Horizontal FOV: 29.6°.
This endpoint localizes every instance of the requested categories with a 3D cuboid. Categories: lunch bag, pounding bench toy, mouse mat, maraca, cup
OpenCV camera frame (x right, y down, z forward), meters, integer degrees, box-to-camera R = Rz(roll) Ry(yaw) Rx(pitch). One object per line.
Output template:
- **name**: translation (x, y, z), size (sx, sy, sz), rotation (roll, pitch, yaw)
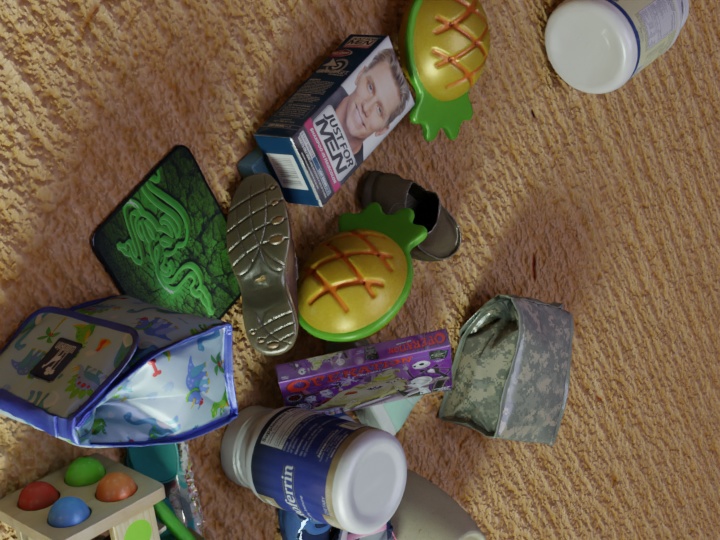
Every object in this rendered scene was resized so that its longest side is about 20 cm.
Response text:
- **lunch bag**: translation (0.213, 0.131, 1.897), size (0.164, 0.117, 0.201), rotation (14, 92, -50)
- **pounding bench toy**: translation (-0.239, 0.260, 1.357), size (0.200, 0.124, 0.157), rotation (-25, 116, -40)
- **mouse mat**: translation (-0.195, -0.013, 1.458), size (0.161, 0.008, 0.200), rotation (-52, 132, -30)
- **maraca**: translation (0.000, 0.000, 1.587), size (0.107, 0.137, 0.200), rotation (74, 36, -50)
- **lunch bag**: translation (-0.244, 0.102, 1.293), size (0.200, 0.170, 0.128), rotation (-22, 114, -44)
- **maraca**: translation (0.102, -0.261, 1.685), size (0.137, 0.107, 0.201), rotation (-8, 104, -42)
- **cup**: translation (0.081, 0.368, 1.767), size (0.200, 0.143, 0.201), rotation (-13, 107, -49)

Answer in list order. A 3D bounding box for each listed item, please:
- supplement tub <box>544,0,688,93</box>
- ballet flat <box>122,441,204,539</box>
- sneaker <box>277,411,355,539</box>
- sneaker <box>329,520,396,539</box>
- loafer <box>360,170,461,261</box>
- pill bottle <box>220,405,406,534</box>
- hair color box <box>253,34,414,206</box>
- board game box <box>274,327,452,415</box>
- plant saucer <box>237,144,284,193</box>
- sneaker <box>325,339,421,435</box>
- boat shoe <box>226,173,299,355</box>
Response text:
- **supplement tub**: translation (0.373, -0.355, 1.963), size (0.200, 0.145, 0.146), rotation (-38, 125, -40)
- **ballet flat**: translation (-0.209, 0.219, 1.457), size (0.064, 0.075, 0.201), rotation (-70, 158, -64)
- **sneaker**: translation (-0.044, 0.262, 1.640), size (0.074, 0.082, 0.201), rotation (-3, 103, -51)
- **sneaker**: translation (0.013, 0.311, 1.695), size (0.082, 0.070, 0.201), rotation (23, 64, -10)
- **loafer**: translation (0.076, -0.062, 1.726), size (0.200, 0.067, 0.076), rotation (30, 75, -49)
- **pill bottle**: translation (-0.056, 0.216, 1.523), size (0.115, 0.199, 0.116), rotation (-12, 106, -47)
- **hair color box**: translation (-0.026, -0.174, 1.558), size (0.200, 0.060, 0.100), rotation (-51, 132, -32)
- **board game box**: translation (0.007, 0.124, 1.577), size (0.120, 0.199, 0.032), rotation (80, -2, -56)
- **plant saucer**: translation (-0.065, -0.151, 1.577), size (0.200, 0.019, 0.070), rotation (-47, 130, -33)
- **sneaker**: translation (0.028, 0.110, 1.698), size (0.118, 0.074, 0.201), rotation (-49, 142, -24)
- **boat shoe**: translation (-0.106, -0.009, 1.520), size (0.068, 0.072, 0.201), rotation (-56, 140, -82)
